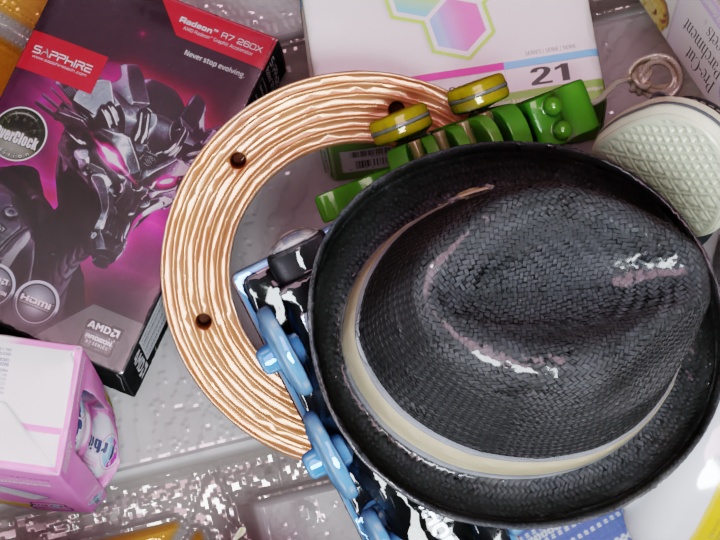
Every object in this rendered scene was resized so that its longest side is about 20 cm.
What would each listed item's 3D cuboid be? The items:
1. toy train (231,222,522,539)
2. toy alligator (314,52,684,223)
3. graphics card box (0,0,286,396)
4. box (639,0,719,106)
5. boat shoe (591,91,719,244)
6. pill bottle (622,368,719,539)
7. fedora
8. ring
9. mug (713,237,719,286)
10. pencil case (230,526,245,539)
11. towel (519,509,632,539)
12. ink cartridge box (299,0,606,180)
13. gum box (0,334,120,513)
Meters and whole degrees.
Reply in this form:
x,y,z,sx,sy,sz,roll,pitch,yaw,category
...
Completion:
x,y,z,sx,sy,sz,roll,pitch,yaw,category
0.008,0.069,1.239,0.087,0.114,0.200,-28,96,-5,toy train
0.074,-0.066,1.251,0.199,0.054,0.059,-22,95,-11,toy alligator
-0.134,-0.050,1.342,0.125,0.051,0.200,22,76,9,graphics card box
0.166,-0.147,1.316,0.039,0.041,0.200,4,42,-32,box
0.153,-0.048,1.257,0.075,0.200,0.062,38,77,9,boat shoe
0.195,0.099,1.247,0.199,0.112,0.112,21,78,-4,pill bottle
0.080,0.018,1.141,0.200,0.092,0.201,4,73,-14,fedora
0.000,0.000,1.297,0.200,0.019,0.201,0,99,-1,ring
0.243,-0.025,1.271,0.149,0.153,0.187,-28,76,-4,mug
-0.065,0.231,1.259,0.089,0.078,0.200,26,78,-15,pencil case
0.070,0.092,1.321,0.145,0.024,0.200,-30,75,-2,towel
0.038,-0.161,1.353,0.147,0.076,0.201,-9,77,0,ink cartridge box
-0.221,0.069,1.288,0.199,0.114,0.066,8,76,5,gum box
